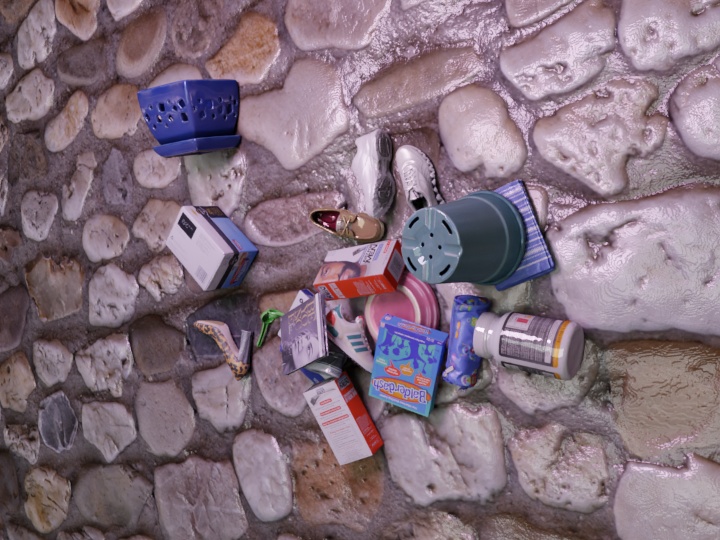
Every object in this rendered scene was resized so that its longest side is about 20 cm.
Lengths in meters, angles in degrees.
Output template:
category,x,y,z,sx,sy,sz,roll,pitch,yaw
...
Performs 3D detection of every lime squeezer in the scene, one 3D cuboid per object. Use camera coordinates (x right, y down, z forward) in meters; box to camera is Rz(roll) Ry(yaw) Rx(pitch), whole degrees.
category,x,y,z,sx,sy,sz,roll,pitch,yaw
lime squeezer,-0.233,0.130,1.870,0.200,0.037,0.071,-38,39,49

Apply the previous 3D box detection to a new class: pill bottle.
category,x,y,z,sx,sy,sz,roll,pitch,yaw
pill bottle,0.335,0.145,1.439,0.198,0.116,0.118,10,100,34

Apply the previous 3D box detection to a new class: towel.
category,x,y,z,sx,sy,sz,roll,pitch,yaw
towel,0.311,-0.071,1.498,0.144,0.024,0.202,-26,78,37

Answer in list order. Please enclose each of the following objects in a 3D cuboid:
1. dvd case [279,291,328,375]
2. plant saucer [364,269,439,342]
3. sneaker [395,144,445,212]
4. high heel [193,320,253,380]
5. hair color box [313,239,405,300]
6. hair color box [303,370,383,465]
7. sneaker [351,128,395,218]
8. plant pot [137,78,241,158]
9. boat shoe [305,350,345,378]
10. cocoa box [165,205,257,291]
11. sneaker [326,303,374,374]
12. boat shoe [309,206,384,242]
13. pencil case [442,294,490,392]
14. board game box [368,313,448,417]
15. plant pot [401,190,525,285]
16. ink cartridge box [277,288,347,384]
category,x,y,z,sx,sy,sz,roll,pitch,yaw
dvd case,-0.136,0.153,1.693,0.200,0.016,0.150,-31,58,49
plant saucer,0.085,0.100,1.654,0.199,0.051,0.203,5,98,35
sneaker,0.126,-0.187,1.579,0.075,0.081,0.202,-32,75,35
high heel,-0.391,0.218,1.987,0.198,0.071,0.144,12,95,25
hair color box,0.000,0.000,1.652,0.199,0.111,0.064,-11,131,36
hair color box,-0.042,0.358,1.741,0.110,0.064,0.201,-27,92,34
sneaker,0.023,-0.219,1.660,0.099,0.078,0.202,-3,84,42
plant pot,-0.441,-0.398,1.895,0.198,0.199,0.182,-3,100,35
boat shoe,-0.109,0.209,1.741,0.199,0.071,0.068,4,68,52
cocoa box,-0.400,-0.064,1.931,0.200,0.131,0.134,45,118,23
sneaker,-0.005,0.162,1.688,0.199,0.070,0.094,41,85,-9
boat shoe,-0.037,-0.108,1.709,0.199,0.066,0.075,13,102,34
pencil case,0.223,0.153,1.540,0.078,0.086,0.202,21,107,53
board game box,0.105,0.213,1.610,0.151,0.045,0.202,16,117,18
plant pot,0.197,-0.057,1.451,0.199,0.195,0.203,9,103,42
ink cartridge box,-0.120,0.184,1.813,0.199,0.040,0.201,38,115,26
